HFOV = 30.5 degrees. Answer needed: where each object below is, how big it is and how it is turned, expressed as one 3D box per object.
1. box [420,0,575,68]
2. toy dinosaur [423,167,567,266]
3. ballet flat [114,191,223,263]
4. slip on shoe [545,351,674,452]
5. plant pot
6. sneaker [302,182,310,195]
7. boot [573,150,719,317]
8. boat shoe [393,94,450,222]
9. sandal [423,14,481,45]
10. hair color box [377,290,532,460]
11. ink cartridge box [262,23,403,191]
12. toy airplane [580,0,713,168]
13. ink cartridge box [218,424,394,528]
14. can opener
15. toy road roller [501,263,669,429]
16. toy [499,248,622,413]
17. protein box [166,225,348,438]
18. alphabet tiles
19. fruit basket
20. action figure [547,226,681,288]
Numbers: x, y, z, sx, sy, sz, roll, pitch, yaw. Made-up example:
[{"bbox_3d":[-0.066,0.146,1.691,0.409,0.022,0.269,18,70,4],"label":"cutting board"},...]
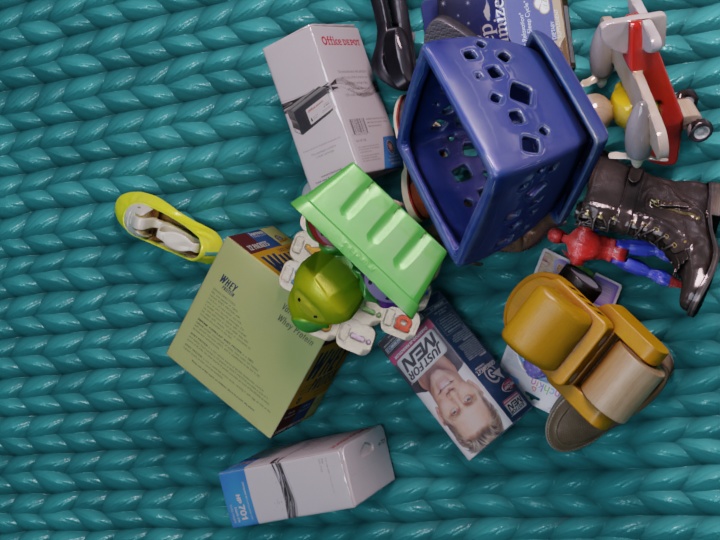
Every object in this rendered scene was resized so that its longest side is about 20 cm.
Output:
[{"bbox_3d":[0.170,-0.303,1.690,0.198,0.032,0.123,-7,95,27],"label":"box"},{"bbox_3d":[0.170,-0.055,1.701,0.197,0.086,0.138,13,103,19],"label":"toy dinosaur"},{"bbox_3d":[-0.291,-0.063,1.927,0.198,0.067,0.068,24,108,20],"label":"ballet flat"},{"bbox_3d":[0.312,0.169,1.670,0.199,0.061,0.076,-38,105,22],"label":"slip on shoe"},{"bbox_3d":[0.169,-0.151,1.548,0.201,0.178,0.202,107,143,-57],"label":"plant pot"},{"bbox_3d":[-0.014,-0.057,1.771,0.200,0.114,0.073,37,113,17],"label":"sneaker"},{"bbox_3d":[0.339,-0.045,1.576,0.172,0.202,0.070,12,148,8],"label":"boot"},{"bbox_3d":[0.085,-0.152,1.694,0.062,0.071,0.202,-24,49,25],"label":"boat shoe"},{"bbox_3d":[0.158,-0.250,1.664,0.199,0.043,0.076,37,137,-18],"label":"sandal"},{"bbox_3d":[0.124,0.139,1.754,0.201,0.060,0.100,51,129,10],"label":"hair color box"},{"bbox_3d":[-0.033,-0.214,1.737,0.083,0.144,0.203,-19,89,26],"label":"ink cartridge box"},{"bbox_3d":[0.313,-0.213,1.542,0.140,0.200,0.201,-24,87,14],"label":"toy airplane"},{"bbox_3d":[-0.073,0.284,1.833,0.198,0.146,0.087,-13,91,26],"label":"ink cartridge box"},{"bbox_3d":[0.042,-0.333,1.734,0.078,0.063,0.203,-17,80,53],"label":"can opener"},{"bbox_3d":[0.255,0.089,1.586,0.200,0.145,0.123,45,109,25],"label":"toy road roller"},{"bbox_3d":[0.247,0.087,1.705,0.114,0.047,0.202,26,108,21],"label":"toy"},{"bbox_3d":[-0.123,0.081,1.831,0.198,0.135,0.201,36,111,16],"label":"protein box"},{"bbox_3d":[0.000,0.000,1.699,0.193,0.015,0.202,21,93,10],"label":"alphabet tiles"},{"bbox_3d":[-0.018,-0.004,1.623,0.212,0.156,0.219,0,92,0],"label":"fruit basket"},{"bbox_3d":[0.327,-0.025,1.648,0.197,0.099,0.066,15,102,0],"label":"action figure"}]
